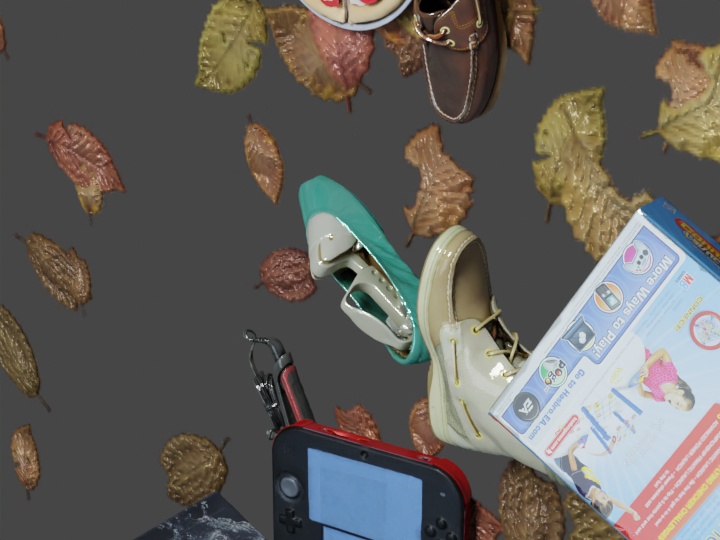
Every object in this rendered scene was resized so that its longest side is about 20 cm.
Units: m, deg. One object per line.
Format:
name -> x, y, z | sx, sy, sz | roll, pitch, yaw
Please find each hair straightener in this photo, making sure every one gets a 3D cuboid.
hair straightener -> -0.072, 0.148, 1.539 | 0.076, 0.041, 0.202 | -14, 103, 47

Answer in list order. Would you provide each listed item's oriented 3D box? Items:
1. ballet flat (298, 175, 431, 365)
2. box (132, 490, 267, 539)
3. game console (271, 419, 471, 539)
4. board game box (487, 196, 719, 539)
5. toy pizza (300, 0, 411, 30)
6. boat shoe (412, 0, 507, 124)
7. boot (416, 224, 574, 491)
ballet flat -> 0.000, 0.000, 1.375 | 0.200, 0.070, 0.068 | 48, 136, 17
box -> -0.157, 0.355, 1.612 | 0.199, 0.196, 0.118 | 39, 132, 24
game console -> 0.007, 0.234, 1.477 | 0.198, 0.031, 0.179 | 13, 111, 28
board game box -> 0.222, 0.088, 1.159 | 0.196, 0.056, 0.201 | 42, 119, 14
toy pizza -> -0.022, -0.285, 1.275 | 0.199, 0.032, 0.203 | 24, 125, 40
boat shoe -> 0.066, -0.200, 1.213 | 0.070, 0.070, 0.202 | 21, 124, 36
boot -> 0.123, 0.070, 1.288 | 0.154, 0.072, 0.202 | 20, 128, 38
